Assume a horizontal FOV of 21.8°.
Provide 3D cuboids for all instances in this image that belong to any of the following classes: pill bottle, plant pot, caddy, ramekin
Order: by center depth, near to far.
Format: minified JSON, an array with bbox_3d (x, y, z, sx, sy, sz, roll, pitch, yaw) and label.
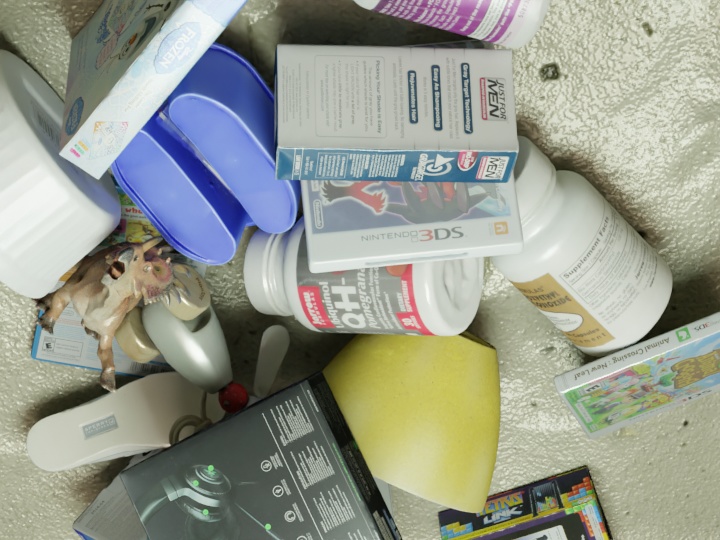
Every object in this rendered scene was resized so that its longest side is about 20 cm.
[{"bbox_3d":[0.055,-0.259,1.527,0.198,0.113,0.113,13,120,-14],"label":"pill bottle"},{"bbox_3d":[-0.287,-0.087,1.558,0.097,0.201,0.201,-34,120,7],"label":"ramekin"},{"bbox_3d":[-0.130,-0.106,1.610,0.140,0.105,0.200,-26,122,20],"label":"caddy"},{"bbox_3d":[0.000,0.000,1.652,0.198,0.111,0.111,1,128,31],"label":"pill bottle"},{"bbox_3d":[0.181,-0.024,1.686,0.114,0.115,0.200,-38,118,18],"label":"pill bottle"},{"bbox_3d":[0.053,0.116,1.736,0.198,0.200,0.143,24,93,-19],"label":"plant pot"}]

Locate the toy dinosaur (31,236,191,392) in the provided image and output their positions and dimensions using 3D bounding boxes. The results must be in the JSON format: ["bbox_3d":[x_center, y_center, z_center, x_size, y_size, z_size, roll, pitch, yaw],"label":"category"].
[{"bbox_3d":[-0.207,0.008,1.606,0.086,0.200,0.136,37,100,-22],"label":"toy dinosaur"}]

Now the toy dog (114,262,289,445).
[{"bbox_3d":[-0.131,0.073,1.691,0.131,0.097,0.201,-14,115,25],"label":"toy dog"}]

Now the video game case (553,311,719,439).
[{"bbox_3d":[0.283,0.100,1.762,0.180,0.022,0.200,-22,158,8],"label":"video game case"}]

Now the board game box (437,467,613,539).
[{"bbox_3d":[0.187,0.314,1.935,0.164,0.057,0.201,-17,123,8],"label":"board game box"}]

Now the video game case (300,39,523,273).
[{"bbox_3d":[0.037,-0.100,1.586,0.180,0.202,0.023,-5,155,-3],"label":"video game case"}]

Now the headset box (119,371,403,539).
[{"bbox_3d":[-0.088,0.211,1.607,0.199,0.093,0.175,-27,87,7],"label":"headset box"}]

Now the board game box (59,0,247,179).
[{"bbox_3d":[-0.164,-0.200,1.491,0.043,0.201,0.199,34,114,-24],"label":"board game box"}]

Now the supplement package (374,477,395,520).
[{"bbox_3d":[-0.048,0.288,1.809,0.154,0.201,0.112,9,122,-11],"label":"supplement package"}]

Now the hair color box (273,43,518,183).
[{"bbox_3d":[0.027,-0.129,1.547,0.197,0.101,0.061,1,155,-4],"label":"hair color box"}]

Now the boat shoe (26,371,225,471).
[{"bbox_3d":[-0.218,0.147,1.786,0.198,0.068,0.073,-23,86,8],"label":"boat shoe"}]

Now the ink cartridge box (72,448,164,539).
[{"bbox_3d":[-0.180,0.230,1.769,0.137,0.199,0.077,-47,122,-20],"label":"ink cartridge box"}]

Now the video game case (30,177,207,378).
[{"bbox_3d":[-0.218,0.009,1.726,0.141,0.018,0.202,11,121,-11],"label":"video game case"}]
